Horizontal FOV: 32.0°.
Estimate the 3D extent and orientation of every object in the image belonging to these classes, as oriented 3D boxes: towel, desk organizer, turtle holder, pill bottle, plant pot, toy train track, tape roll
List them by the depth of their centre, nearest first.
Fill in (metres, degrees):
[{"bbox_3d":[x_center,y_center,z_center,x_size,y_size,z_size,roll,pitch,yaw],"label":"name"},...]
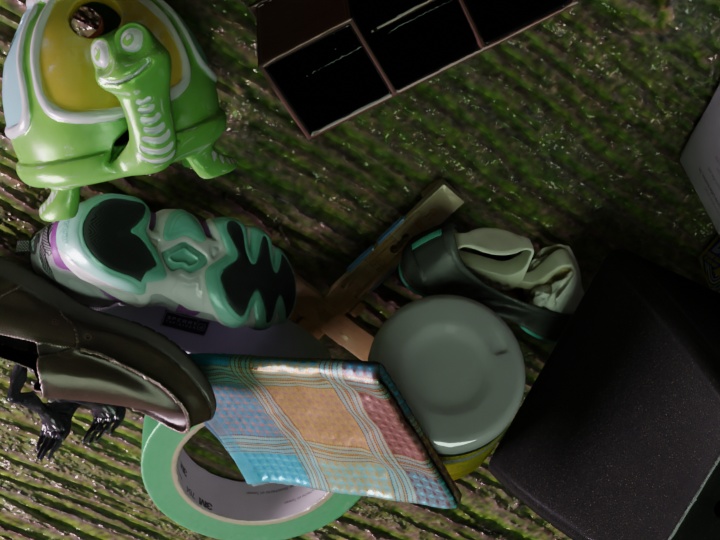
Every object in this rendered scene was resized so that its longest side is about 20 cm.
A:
[{"bbox_3d":[-0.160,-0.109,0.770,0.140,0.186,0.132,-11,104,9],"label":"turtle holder"},{"bbox_3d":[0.032,-0.170,0.805,0.199,0.077,0.072,-25,128,14],"label":"desk organizer"},{"bbox_3d":[0.243,0.134,0.890,0.199,0.178,0.201,22,105,-23],"label":"plant pot"},{"bbox_3d":[-0.039,0.113,0.892,0.199,0.022,0.147,0,135,38],"label":"towel"},{"bbox_3d":[0.058,0.100,0.963,0.114,0.115,0.200,-5,161,-3],"label":"pill bottle"},{"bbox_3d":[0.000,0.000,0.976,0.115,0.033,0.200,38,111,-23],"label":"toy train track"},{"bbox_3d":[-0.088,0.153,1.079,0.199,0.048,0.201,-3,129,-4],"label":"tape roll"}]

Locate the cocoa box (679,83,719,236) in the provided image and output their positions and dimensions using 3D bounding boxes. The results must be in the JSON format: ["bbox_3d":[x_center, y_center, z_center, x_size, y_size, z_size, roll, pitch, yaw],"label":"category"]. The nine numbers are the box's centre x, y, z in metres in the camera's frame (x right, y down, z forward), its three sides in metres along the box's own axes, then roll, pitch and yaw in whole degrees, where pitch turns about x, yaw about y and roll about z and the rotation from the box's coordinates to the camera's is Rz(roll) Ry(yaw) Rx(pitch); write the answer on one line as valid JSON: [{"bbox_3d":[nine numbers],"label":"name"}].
[{"bbox_3d":[0.328,-0.059,0.852,0.131,0.200,0.134,10,127,-15],"label":"cocoa box"}]

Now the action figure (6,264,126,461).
[{"bbox_3d":[-0.260,0.065,0.951,0.118,0.102,0.200,-12,133,21],"label":"action figure"}]

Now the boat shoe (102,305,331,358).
[{"bbox_3d":[-0.113,0.065,0.972,0.199,0.074,0.065,21,146,12],"label":"boat shoe"}]

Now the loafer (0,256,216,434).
[{"bbox_3d":[-0.196,0.066,0.867,0.199,0.071,0.073,26,147,2],"label":"loafer"}]

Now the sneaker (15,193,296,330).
[{"bbox_3d":[-0.155,-0.001,0.920,0.200,0.078,0.140,23,158,-39],"label":"sneaker"}]

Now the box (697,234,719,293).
[{"bbox_3d":[0.375,0.020,1.007,0.199,0.070,0.064,18,127,-20],"label":"box"}]

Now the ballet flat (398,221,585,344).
[{"bbox_3d":[0.122,0.009,0.952,0.199,0.068,0.068,15,134,-34],"label":"ballet flat"}]
